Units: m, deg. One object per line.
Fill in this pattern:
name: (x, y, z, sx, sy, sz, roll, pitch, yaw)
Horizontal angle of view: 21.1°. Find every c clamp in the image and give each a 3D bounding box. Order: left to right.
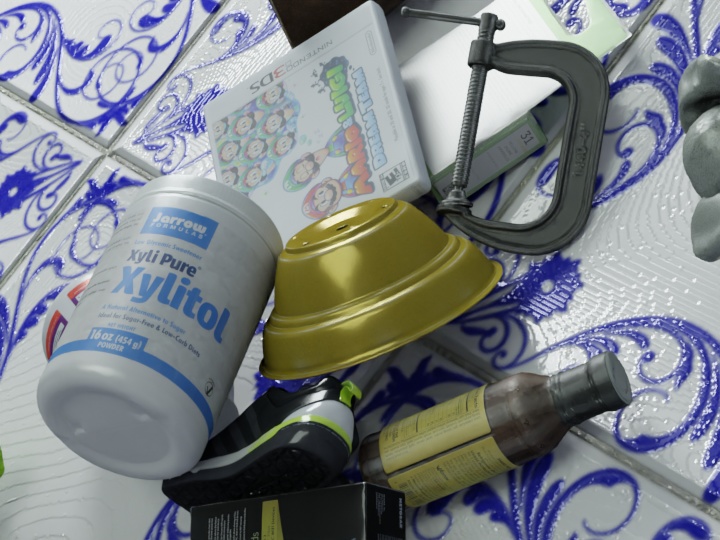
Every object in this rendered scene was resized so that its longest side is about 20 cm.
c clamp: (0.108, -0.109, 1.503, 0.170, 0.027, 0.201, 2, 75, 13)

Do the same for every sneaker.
sneaker: (-0.065, 0.131, 1.419, 0.199, 0.072, 0.083, -23, 35, 43)

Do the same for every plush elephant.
plush elephant: (0.288, -0.078, 1.295, 0.155, 0.199, 0.166, -25, 49, 49)

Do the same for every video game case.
video game case: (-0.040, -0.102, 1.576, 0.181, 0.024, 0.201, -30, 51, 21)

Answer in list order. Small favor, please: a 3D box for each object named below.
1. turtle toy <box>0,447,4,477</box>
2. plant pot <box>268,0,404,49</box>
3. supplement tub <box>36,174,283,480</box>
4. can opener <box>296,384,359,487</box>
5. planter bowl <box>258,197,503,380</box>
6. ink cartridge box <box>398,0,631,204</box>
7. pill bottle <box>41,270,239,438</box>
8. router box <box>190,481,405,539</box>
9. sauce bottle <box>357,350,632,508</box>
turtle toy: (-0.398, 0.188, 1.677, 0.199, 0.146, 0.101, -31, 63, 16)
plant pot: (-0.002, -0.303, 1.716, 0.199, 0.187, 0.187, -26, 42, 0)
supplement tub: (-0.147, 0.042, 1.439, 0.131, 0.132, 0.201, -10, 44, 34)
can opener: (-0.014, 0.151, 1.433, 0.067, 0.053, 0.200, -46, 42, 1)
planter bowl: (0.000, 0.000, 1.447, 0.199, 0.084, 0.200, -22, 12, 5)
ink cartridge box: (0.118, -0.157, 1.576, 0.199, 0.048, 0.146, -33, 42, 5)
pill bottle: (-0.176, 0.086, 1.577, 0.113, 0.112, 0.200, -47, 41, -2)
router box: (-0.045, 0.256, 1.331, 0.157, 0.052, 0.201, -11, 70, 34)
sauce bottle: (0.096, 0.113, 1.364, 0.199, 0.065, 0.065, -23, 46, 23)
